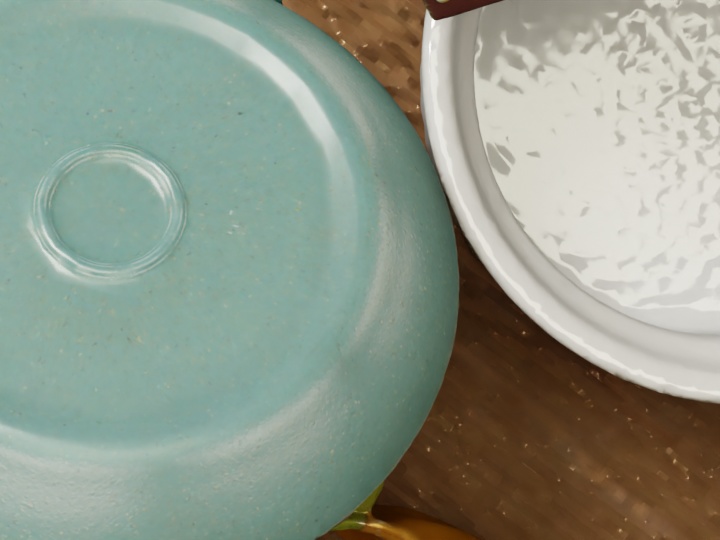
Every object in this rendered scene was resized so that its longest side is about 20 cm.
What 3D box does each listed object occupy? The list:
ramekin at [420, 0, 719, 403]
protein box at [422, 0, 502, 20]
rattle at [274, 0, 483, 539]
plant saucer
[{"bbox_3d":[0.112,-0.060,0.805,0.200,0.098,0.201,0,90,-6],"label":"ramekin"},{"bbox_3d":[0.041,-0.218,0.687,0.135,0.199,0.200,-16,50,15],"label":"protein box"},{"bbox_3d":[0.000,0.000,0.809,0.143,0.130,0.200,5,62,-17],"label":"rattle"},{"bbox_3d":[-0.069,-0.009,0.706,0.200,0.036,0.200,3,64,-5],"label":"plant saucer"}]
